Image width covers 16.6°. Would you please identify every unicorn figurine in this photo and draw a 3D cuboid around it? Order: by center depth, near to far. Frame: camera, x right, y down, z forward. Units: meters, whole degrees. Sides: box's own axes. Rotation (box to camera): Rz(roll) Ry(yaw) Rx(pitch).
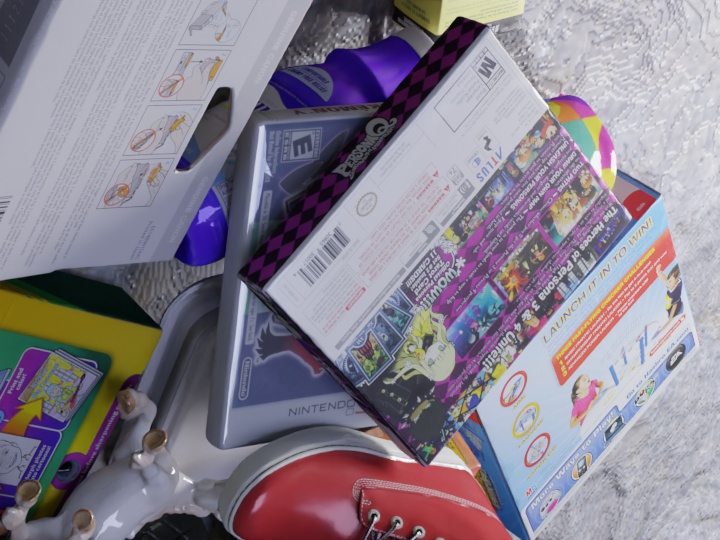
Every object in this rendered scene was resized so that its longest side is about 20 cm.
[{"bbox_3d":[-0.138,0.136,1.451,0.199,0.074,0.138,-26,153,-16],"label":"unicorn figurine"}]

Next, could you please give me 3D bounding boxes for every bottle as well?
[{"bbox_3d":[-0.039,-0.078,1.451,0.199,0.083,0.066,-31,132,-21],"label":"bottle"}]

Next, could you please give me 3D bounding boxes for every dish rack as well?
[{"bbox_3d":[-0.056,0.073,1.525,0.171,0.044,0.201,-10,144,-31],"label":"dish rack"}]

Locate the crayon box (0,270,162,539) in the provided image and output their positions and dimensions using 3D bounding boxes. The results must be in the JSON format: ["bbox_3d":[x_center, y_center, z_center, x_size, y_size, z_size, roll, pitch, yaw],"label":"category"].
[{"bbox_3d":[-0.231,0.090,1.418,0.172,0.058,0.201,17,107,-47],"label":"crayon box"}]

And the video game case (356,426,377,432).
[{"bbox_3d":[0.046,0.066,1.684,0.181,0.023,0.201,-8,123,-40],"label":"video game case"}]

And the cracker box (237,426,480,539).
[{"bbox_3d":[-0.016,0.181,1.631,0.133,0.058,0.200,-20,155,-31],"label":"cracker box"}]

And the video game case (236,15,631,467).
[{"bbox_3d":[0.048,-0.015,1.432,0.200,0.036,0.181,-50,128,-9],"label":"video game case"}]

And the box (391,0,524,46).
[{"bbox_3d":[0.069,-0.234,1.462,0.075,0.050,0.201,-18,130,-33],"label":"box"}]

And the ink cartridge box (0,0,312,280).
[{"bbox_3d":[-0.135,-0.083,1.293,0.175,0.045,0.201,-8,138,-47],"label":"ink cartridge box"}]

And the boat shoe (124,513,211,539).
[{"bbox_3d":[-0.177,0.205,1.545,0.200,0.074,0.076,-33,105,-45],"label":"boat shoe"}]

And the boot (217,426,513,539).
[{"bbox_3d":[0.023,0.164,1.446,0.199,0.144,0.073,6,123,-42],"label":"boot"}]

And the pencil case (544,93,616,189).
[{"bbox_3d":[0.068,-0.061,1.567,0.199,0.088,0.089,-11,126,-37],"label":"pencil case"}]

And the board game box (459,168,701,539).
[{"bbox_3d":[0.141,0.059,1.708,0.200,0.056,0.196,-47,146,-16],"label":"board game box"}]

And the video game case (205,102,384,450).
[{"bbox_3d":[0.000,0.000,1.445,0.181,0.023,0.202,-7,114,-34],"label":"video game case"}]
